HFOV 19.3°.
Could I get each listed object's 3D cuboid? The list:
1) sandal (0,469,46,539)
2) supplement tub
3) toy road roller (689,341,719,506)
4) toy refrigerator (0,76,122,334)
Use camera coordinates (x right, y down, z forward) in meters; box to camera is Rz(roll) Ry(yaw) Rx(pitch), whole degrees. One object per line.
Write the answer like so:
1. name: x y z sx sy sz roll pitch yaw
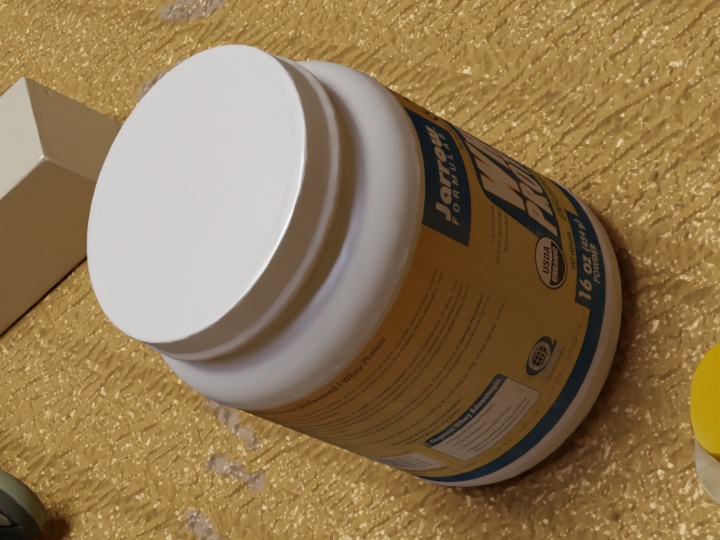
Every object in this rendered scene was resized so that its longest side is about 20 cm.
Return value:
1. sandal: -0.234 0.098 1.170 0.200 0.080 0.058 16 66 40
2. supplement tub: 0.000 0.000 0.885 0.144 0.200 0.146 -19 60 37
3. toy road roller: 0.216 0.014 0.735 0.200 0.123 0.147 -30 39 31
4. toy refrigerator: -0.220 -0.016 1.196 0.200 0.076 0.070 -41 49 25
